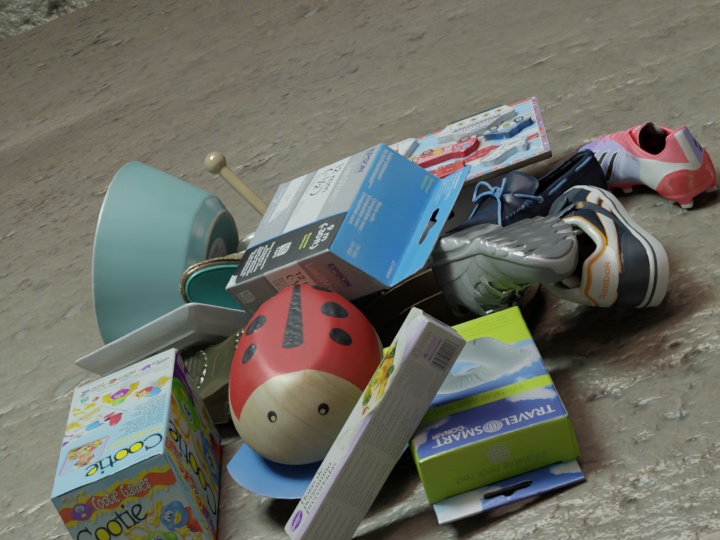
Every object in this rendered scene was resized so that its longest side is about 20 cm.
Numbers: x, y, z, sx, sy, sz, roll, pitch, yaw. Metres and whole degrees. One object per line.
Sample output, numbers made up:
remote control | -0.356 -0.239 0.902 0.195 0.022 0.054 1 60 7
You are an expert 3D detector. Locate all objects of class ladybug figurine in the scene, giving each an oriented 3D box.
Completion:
ladybug figurine | -0.048 0.076 1.589 0.134 0.072 0.201 -12 34 4

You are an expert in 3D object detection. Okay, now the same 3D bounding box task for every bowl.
bowl | -0.188 -0.007 1.954 0.104 0.203 0.201 4 30 15

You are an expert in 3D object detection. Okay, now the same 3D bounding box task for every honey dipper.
honey dipper | -0.082 -0.047 1.903 0.038 0.200 0.038 -44 -9 -9

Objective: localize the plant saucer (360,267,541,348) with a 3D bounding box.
plant saucer | 0.074 0.046 1.728 0.198 0.030 0.200 -22 21 9

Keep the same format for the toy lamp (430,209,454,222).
toy lamp | 0.000 0.000 1.775 0.200 0.058 0.058 -44 23 -2

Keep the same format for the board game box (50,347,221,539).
board game box | -0.185 0.167 1.626 0.104 0.104 0.200 -22 21 7

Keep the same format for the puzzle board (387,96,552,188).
puzzle board | 0.088 -0.115 1.914 0.198 0.018 0.151 -19 25 8

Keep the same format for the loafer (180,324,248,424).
loafer | -0.119 0.106 1.751 0.199 0.067 0.077 -24 42 47

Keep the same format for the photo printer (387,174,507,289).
photo printer | 0.050 -0.063 1.949 0.199 0.070 0.166 -37 25 -27

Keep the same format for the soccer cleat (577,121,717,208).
soccer cleat | 0.263 -0.111 1.820 0.066 0.077 0.200 -31 22 -17

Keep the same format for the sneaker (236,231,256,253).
sneaker | -0.102 0.029 1.895 0.078 0.080 0.200 -22 23 5

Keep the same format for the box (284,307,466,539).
box | 0.011 0.125 1.455 0.201 0.041 0.039 -61 21 6

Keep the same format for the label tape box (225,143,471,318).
label tape box | -0.011 -0.038 1.707 0.199 0.066 0.144 -22 31 42

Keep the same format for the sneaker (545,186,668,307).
sneaker | 0.189 -0.024 1.653 0.078 0.079 0.200 0 16 -17

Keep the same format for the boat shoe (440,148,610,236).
boat shoe | 0.145 -0.061 1.794 0.199 0.069 0.084 -24 16 -38

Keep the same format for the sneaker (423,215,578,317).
sneaker | 0.126 0.003 1.606 0.074 0.083 0.200 -19 8 -22

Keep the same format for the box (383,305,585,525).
box | 0.092 0.108 1.493 0.121 0.048 0.200 -18 28 -1

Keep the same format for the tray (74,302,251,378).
tray | -0.174 0.075 1.822 0.107 0.022 0.199 12 -26 -39

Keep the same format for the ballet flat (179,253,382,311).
ballet flat | -0.079 0.015 1.824 0.198 0.071 0.065 8 24 -19

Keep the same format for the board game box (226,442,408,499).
board game box | -0.011 0.139 1.593 0.157 0.039 0.200 -1 34 32
